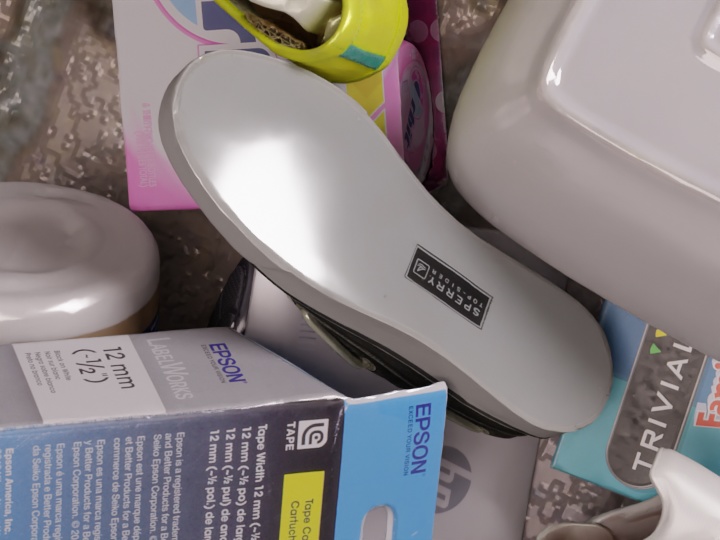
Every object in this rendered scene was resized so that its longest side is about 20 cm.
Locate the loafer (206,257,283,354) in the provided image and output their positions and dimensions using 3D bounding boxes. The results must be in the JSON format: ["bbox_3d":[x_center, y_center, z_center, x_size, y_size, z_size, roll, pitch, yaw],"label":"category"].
[{"bbox_3d":[-0.048,0.090,0.929,0.063,0.072,0.201,14,109,-11],"label":"loafer"}]

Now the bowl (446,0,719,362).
[{"bbox_3d":[0.145,-0.076,0.796,0.199,0.075,0.201,30,82,13],"label":"bowl"}]

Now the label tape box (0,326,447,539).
[{"bbox_3d":[-0.076,0.099,0.821,0.198,0.066,0.144,-5,117,-21],"label":"label tape box"}]

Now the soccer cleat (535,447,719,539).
[{"bbox_3d":[0.082,0.138,0.872,0.078,0.069,0.200,43,125,-3],"label":"soccer cleat"}]

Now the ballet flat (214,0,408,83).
[{"bbox_3d":[-0.062,-0.144,0.816,0.200,0.067,0.067,45,110,8],"label":"ballet flat"}]

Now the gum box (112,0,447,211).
[{"bbox_3d":[-0.034,-0.127,0.881,0.113,0.066,0.202,-2,98,18],"label":"gum box"}]

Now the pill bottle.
[{"bbox_3d":[-0.136,0.076,0.891,0.110,0.111,0.201,12,117,14],"label":"pill bottle"}]

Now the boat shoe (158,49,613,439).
[{"bbox_3d":[0.000,0.000,0.824,0.200,0.071,0.064,40,151,-18],"label":"boat shoe"}]

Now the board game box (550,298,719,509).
[{"bbox_3d":[0.189,0.036,0.852,0.199,0.047,0.152,20,104,12],"label":"board game box"}]

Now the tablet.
[{"bbox_3d":[0.009,0.079,0.895,0.129,0.014,0.202,5,103,-20],"label":"tablet"}]
